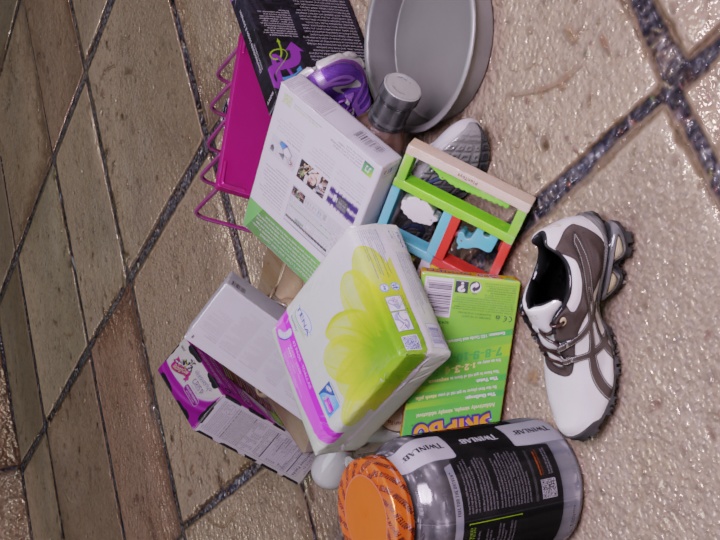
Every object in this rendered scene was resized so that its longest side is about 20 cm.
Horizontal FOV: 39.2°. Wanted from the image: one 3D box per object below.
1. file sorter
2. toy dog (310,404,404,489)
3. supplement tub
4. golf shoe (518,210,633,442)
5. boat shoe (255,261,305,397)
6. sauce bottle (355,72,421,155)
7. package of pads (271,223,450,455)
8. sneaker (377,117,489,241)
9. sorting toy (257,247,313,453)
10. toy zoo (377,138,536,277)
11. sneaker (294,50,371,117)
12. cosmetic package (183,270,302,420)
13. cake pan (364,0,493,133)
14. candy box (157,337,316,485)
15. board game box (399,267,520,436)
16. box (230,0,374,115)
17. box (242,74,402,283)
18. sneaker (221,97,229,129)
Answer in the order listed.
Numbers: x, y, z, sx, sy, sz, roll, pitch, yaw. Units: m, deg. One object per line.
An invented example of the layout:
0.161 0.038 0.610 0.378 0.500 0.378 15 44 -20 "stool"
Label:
-0.113 -0.154 1.217 0.125 0.139 0.201 -28 51 58 "file sorter"
0.034 0.181 1.095 0.096 0.132 0.200 40 143 1 "toy dog"
0.088 0.201 0.900 0.122 0.199 0.123 5 96 58 "supplement tub"
0.169 0.050 0.859 0.078 0.094 0.201 15 107 56 "golf shoe"
-0.084 0.055 1.168 0.072 0.065 0.201 34 120 53 "boat shoe"
0.006 -0.116 1.038 0.065 0.065 0.200 67 148 30 "sauce bottle"
-0.005 0.066 0.991 0.200 0.068 0.155 -51 51 43 "package of pads"
0.061 -0.100 1.048 0.200 0.074 0.087 -46 48 49 "sneaker"
-0.062 0.085 1.263 0.200 0.069 0.199 48 131 47 "sorting toy"
0.075 -0.017 1.000 0.131 0.020 0.200 27 126 9 "toy zoo"
-0.009 -0.159 1.091 0.084 0.080 0.200 65 -176 30 "sneaker"
-0.089 0.094 1.124 0.083 0.200 0.051 -50 11 14 "cosmetic package"
0.070 -0.243 1.051 0.200 0.037 0.201 7 98 58 "cake pan"
-0.150 0.181 1.295 0.061 0.200 0.136 -48 42 3 "candy box"
0.094 0.100 0.986 0.030 0.095 0.201 -92 8 -78 "board game box"
-0.064 -0.265 1.169 0.036 0.143 0.201 -54 48 49 "box"
-0.046 -0.079 1.040 0.144 0.036 0.200 43 136 20 "box"
-0.159 -0.209 1.393 0.200 0.079 0.079 -4 90 60 "sneaker"
